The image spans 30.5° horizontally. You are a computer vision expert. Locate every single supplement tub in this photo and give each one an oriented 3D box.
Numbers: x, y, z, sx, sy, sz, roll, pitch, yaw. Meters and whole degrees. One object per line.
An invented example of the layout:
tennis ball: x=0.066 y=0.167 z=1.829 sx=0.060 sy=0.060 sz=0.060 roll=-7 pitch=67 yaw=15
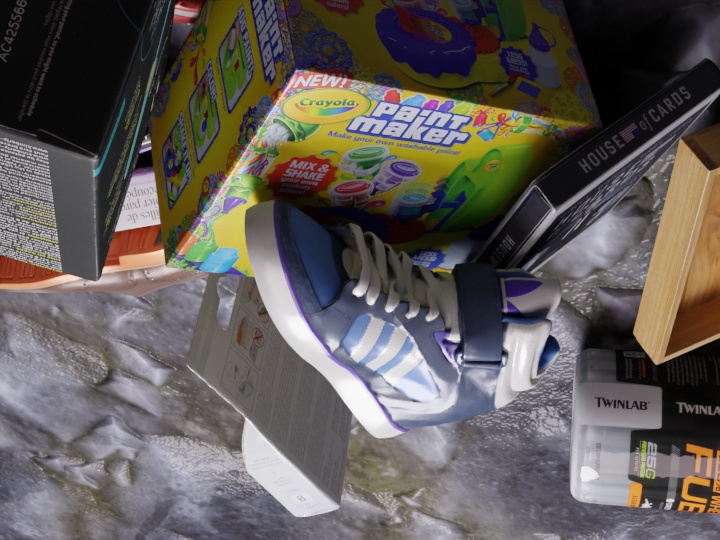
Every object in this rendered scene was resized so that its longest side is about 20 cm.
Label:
supplement tub: x=0.266 y=0.128 z=1.042 sx=0.197 sy=0.124 sz=0.123 roll=2 pitch=141 yaw=9

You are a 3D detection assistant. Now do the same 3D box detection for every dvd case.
dvd case: x=0.132 y=-0.041 z=0.828 sx=0.025 sy=0.150 sz=0.200 roll=51 pitch=157 yaw=9

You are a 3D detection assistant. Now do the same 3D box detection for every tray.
tray: x=0.248 y=-0.024 z=0.896 sx=0.098 sy=0.037 sz=0.201 roll=-21 pitch=144 yaw=-16

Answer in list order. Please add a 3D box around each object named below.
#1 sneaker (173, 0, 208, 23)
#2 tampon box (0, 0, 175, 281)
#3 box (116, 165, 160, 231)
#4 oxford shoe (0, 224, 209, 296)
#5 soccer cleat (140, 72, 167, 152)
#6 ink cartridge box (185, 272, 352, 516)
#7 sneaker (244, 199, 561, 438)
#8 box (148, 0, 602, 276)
sneaker: x=-0.166 y=-0.182 z=0.825 sx=0.197 sy=0.079 sz=0.116 roll=18 pitch=156 yaw=-6
tampon box: x=-0.176 y=-0.105 z=0.699 sx=0.125 sy=0.152 sz=0.200 roll=17 pitch=161 yaw=-6
box: x=-0.199 y=-0.048 z=0.982 sx=0.197 sy=0.041 sz=0.039 roll=-8 pitch=104 yaw=18
oxford shoe: x=-0.207 y=-0.003 z=1.035 sx=0.197 sy=0.072 sz=0.073 roll=-6 pitch=143 yaw=18
soccer cleat: x=-0.201 y=-0.095 z=0.937 sx=0.197 sy=0.069 sz=0.073 roll=-12 pitch=160 yaw=20
ink cartridge box: x=-0.074 y=0.070 z=1.018 sx=0.047 sy=0.162 sz=0.200 roll=-17 pitch=133 yaw=28
sneaker: x=0.037 y=0.011 z=0.755 sx=0.145 sy=0.081 sz=0.201 roll=-21 pitch=132 yaw=15
box: x=0.000 y=-0.092 z=0.792 sx=0.197 sy=0.123 sz=0.193 roll=6 pitch=146 yaw=-28
